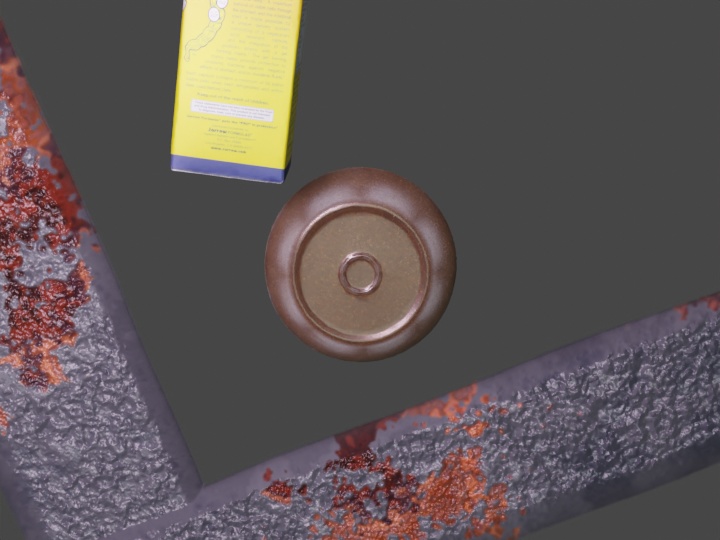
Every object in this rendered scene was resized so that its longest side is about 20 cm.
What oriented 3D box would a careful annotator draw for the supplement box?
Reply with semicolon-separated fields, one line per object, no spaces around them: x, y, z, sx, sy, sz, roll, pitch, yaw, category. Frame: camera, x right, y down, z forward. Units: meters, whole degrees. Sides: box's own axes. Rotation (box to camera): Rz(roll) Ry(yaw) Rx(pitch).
-0.110;-0.195;1.046;0.107;0.109;0.204;7;103;-2;supplement box

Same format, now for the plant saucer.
0.000;0.000;1.131;0.196;0.037;0.205;0;103;1;plant saucer
